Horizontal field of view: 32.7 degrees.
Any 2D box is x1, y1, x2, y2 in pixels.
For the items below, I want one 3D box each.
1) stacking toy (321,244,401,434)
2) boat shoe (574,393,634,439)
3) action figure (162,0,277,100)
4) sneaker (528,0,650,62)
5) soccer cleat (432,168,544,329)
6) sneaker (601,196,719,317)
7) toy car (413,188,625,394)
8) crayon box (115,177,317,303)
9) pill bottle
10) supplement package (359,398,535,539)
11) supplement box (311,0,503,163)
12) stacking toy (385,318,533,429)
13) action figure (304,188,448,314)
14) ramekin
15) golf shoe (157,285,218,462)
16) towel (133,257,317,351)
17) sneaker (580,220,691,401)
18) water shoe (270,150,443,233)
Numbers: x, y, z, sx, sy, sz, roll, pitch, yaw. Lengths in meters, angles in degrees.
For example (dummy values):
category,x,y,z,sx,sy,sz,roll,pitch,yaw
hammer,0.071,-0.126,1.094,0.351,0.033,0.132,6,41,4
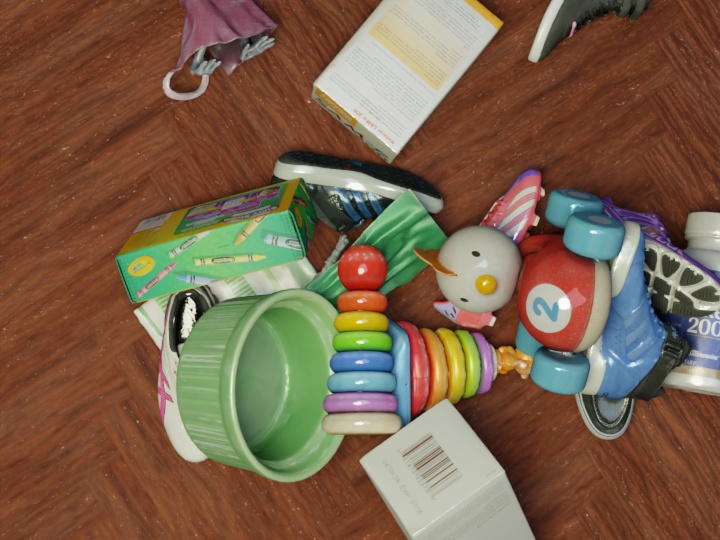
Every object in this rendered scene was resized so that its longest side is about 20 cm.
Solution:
category,x,y,z,sx,sy,sz,roll,pitch,yaw
stacking toy,0.000,0.072,1.297,0.085,0.085,0.202,0,81,-4
boat shoe,0.285,0.094,1.408,0.072,0.071,0.202,0,86,-4
action figure,-0.183,-0.318,1.406,0.149,0.134,0.201,-41,73,36
sneaker,0.280,-0.310,1.436,0.099,0.071,0.201,34,80,3
soccer cleat,0.151,-0.030,1.413,0.076,0.067,0.201,22,87,2
sneaker,0.326,-0.027,1.363,0.083,0.081,0.200,-33,55,-28
toy car,0.153,0.009,1.301,0.199,0.177,0.186,8,108,-6
crayon box,-0.154,-0.035,1.332,0.199,0.119,0.059,-14,110,10
pill bottle,0.401,0.039,1.401,0.110,0.111,0.201,10,85,-4
supplement package,0.100,0.255,1.307,0.117,0.200,0.117,-34,48,-6
supplement box,0.052,-0.241,1.413,0.126,0.074,0.200,40,84,-1
stacking toy,0.114,0.106,1.388,0.199,0.110,0.117,-5,102,-16
action figure,0.000,0.000,1.373,0.200,0.055,0.118,-38,128,3
ramekin,-0.102,0.119,1.301,0.097,0.199,0.202,0,84,38
golf shoe,-0.189,0.112,1.337,0.072,0.092,0.202,-3,89,-2
towel,-0.139,0.046,1.403,0.200,0.023,0.153,-36,89,-6
sneaker,0.305,0.048,1.321,0.110,0.077,0.201,9,107,-1
water shoe,-0.006,-0.082,1.411,0.199,0.072,0.079,13,113,-5
